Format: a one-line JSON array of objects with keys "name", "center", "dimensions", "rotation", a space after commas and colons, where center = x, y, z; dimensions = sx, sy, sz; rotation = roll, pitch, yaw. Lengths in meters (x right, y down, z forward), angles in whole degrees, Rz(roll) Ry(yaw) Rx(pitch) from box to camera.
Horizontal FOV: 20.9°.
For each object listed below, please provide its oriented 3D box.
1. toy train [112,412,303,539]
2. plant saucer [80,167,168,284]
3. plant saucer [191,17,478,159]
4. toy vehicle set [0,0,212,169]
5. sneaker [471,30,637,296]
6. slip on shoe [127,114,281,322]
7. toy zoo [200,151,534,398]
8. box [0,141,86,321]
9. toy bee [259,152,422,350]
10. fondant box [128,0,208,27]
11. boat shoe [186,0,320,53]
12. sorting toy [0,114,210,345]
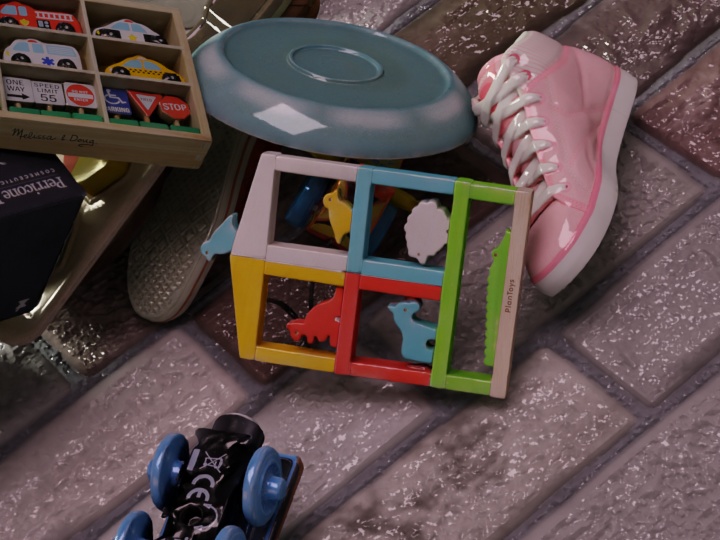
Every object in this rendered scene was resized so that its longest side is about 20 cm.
[{"name": "toy train", "center": [-0.092, 0.181, 1.102], "dimensions": [0.087, 0.114, 0.200], "rotation": [6, 54, 19]}, {"name": "plant saucer", "center": [-0.200, -0.058, 1.360], "dimensions": [0.200, 0.037, 0.200], "rotation": [-24, 48, 29]}, {"name": "plant saucer", "center": [-0.018, -0.127, 1.293], "dimensions": [0.200, 0.027, 0.200], "rotation": [9, 27, -4]}, {"name": "toy vehicle set", "center": [-0.199, -0.125, 1.210], "dimensions": [0.200, 0.027, 0.124], "rotation": [5, 47, -26]}, {"name": "sneaker", "center": [0.111, -0.076, 1.252], "dimensions": [0.105, 0.075, 0.200], "rotation": [29, 48, -12]}, {"name": "slip on shoe", "center": [-0.098, -0.051, 1.339], "dimensions": [0.074, 0.061, 0.200], "rotation": [7, 66, 37]}, {"name": "toy zoo", "center": [0.000, 0.000, 1.202], "dimensions": [0.200, 0.131, 0.020], "rotation": [8, 10, 9]}, {"name": "box", "center": [-0.313, -0.055, 1.189], "dimensions": [0.200, 0.124, 0.197], "rotation": [-20, 63, -42]}, {"name": "toy bee", "center": [0.004, -0.045, 1.265], "dimensions": [0.131, 0.109, 0.200], "rotation": [13, 54, -20]}, {"name": "fondant box", "center": [-0.147, -0.253, 1.469], "dimensions": [0.200, 0.144, 0.058], "rotation": [-3, 50, 16]}, {"name": "boat shoe", "center": [-0.106, -0.137, 1.410], "dimensions": [0.200, 0.068, 0.072], "rotation": [-43, 54, 8]}, {"name": "sorting toy", "center": [-0.209, -0.068, 1.321], "dimensions": [0.200, 0.036, 0.185], "rotation": [-49, 41, 3]}]
